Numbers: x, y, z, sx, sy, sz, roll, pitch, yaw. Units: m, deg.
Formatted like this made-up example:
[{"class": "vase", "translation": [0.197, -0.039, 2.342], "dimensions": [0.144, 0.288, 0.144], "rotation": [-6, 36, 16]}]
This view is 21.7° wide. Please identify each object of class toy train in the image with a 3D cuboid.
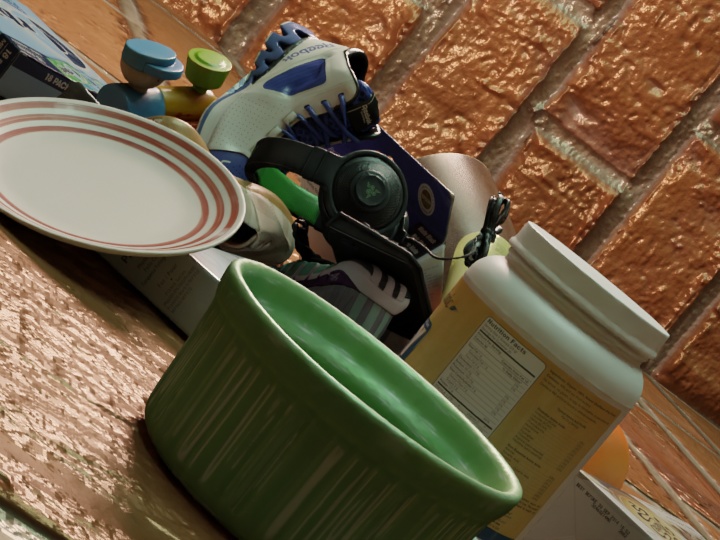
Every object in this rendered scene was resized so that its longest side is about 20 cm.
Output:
[{"class": "toy train", "translation": [-0.137, -0.133, 1.563], "dimensions": [0.200, 0.116, 0.085], "rotation": [-6, 37, -47]}]

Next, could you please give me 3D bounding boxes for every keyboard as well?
[{"class": "keyboard", "translation": [0.000, 0.000, 1.431], "dimensions": [0.127, 0.021, 0.200], "rotation": [25, -16, 14]}]

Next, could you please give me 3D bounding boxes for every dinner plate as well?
[{"class": "dinner plate", "translation": [-0.175, -0.058, 1.245], "dimensions": [0.200, 0.024, 0.200], "rotation": [16, 29, -9]}]

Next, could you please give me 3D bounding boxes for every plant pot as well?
[{"class": "plant pot", "translation": [0.091, 0.021, 1.832], "dimensions": [0.187, 0.187, 0.200], "rotation": [30, 24, -51]}]

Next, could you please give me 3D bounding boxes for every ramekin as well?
[{"class": "ramekin", "translation": [-0.020, 0.093, 1.009], "dimensions": [0.200, 0.098, 0.200], "rotation": [38, 7, -6]}]

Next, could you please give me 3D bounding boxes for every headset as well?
[{"class": "headset", "translation": [0.010, -0.057, 1.446], "dimensions": [0.200, 0.094, 0.124], "rotation": [25, -15, 10]}]

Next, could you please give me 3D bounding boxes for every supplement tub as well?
[{"class": "supplement tub", "translation": [0.097, 0.082, 1.261], "dimensions": [0.145, 0.200, 0.145], "rotation": [38, 7, -5]}]

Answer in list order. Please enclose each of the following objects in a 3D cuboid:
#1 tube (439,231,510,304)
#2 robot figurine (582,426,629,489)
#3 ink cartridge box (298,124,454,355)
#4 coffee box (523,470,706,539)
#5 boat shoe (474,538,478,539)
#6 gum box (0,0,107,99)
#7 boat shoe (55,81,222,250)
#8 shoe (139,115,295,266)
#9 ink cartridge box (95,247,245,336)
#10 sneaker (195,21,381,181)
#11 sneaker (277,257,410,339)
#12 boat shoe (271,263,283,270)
[{"class": "tube", "translation": [0.080, 0.042, 1.454], "dimensions": [0.058, 0.052, 0.200], "rotation": [31, 36, -8]}, {"class": "robot figurine", "translation": [0.134, 0.127, 1.499], "dimensions": [0.200, 0.117, 0.144], "rotation": [51, -9, 31]}, {"class": "ink cartridge box", "translation": [0.007, -0.020, 1.587], "dimensions": [0.041, 0.200, 0.200], "rotation": [-14, 36, -25]}, {"class": "coffee box", "translation": [0.219, 0.233, 1.418], "dimensions": [0.113, 0.080, 0.200], "rotation": [43, 8, 39]}, {"class": "boat shoe", "translation": [0.025, 0.126, 1.157], "dimensions": [0.200, 0.067, 0.074], "rotation": [42, 8, 26]}, {"class": "gum box", "translation": [-0.302, -0.194, 1.614], "dimensions": [0.200, 0.045, 0.170], "rotation": [42, 7, 32]}, {"class": "boat shoe", "translation": [-0.164, -0.074, 1.458], "dimensions": [0.200, 0.057, 0.067], "rotation": [35, -6, -36]}, {"class": "shoe", "translation": [-0.111, -0.045, 1.405], "dimensions": [0.200, 0.070, 0.053], "rotation": [43, 41, -51]}, {"class": "ink cartridge box", "translation": [-0.138, -0.019, 1.327], "dimensions": [0.200, 0.047, 0.160], "rotation": [43, 7, 17]}, {"class": "sneaker", "translation": [-0.050, -0.123, 1.531], "dimensions": [0.115, 0.200, 0.081], "rotation": [11, -34, 31]}, {"class": "sneaker", "translation": [-0.036, 0.043, 1.429], "dimensions": [0.074, 0.088, 0.200], "rotation": [33, -16, -14]}, {"class": "boat shoe", "translation": [-0.096, -0.036, 1.598], "dimensions": [0.071, 0.063, 0.200], "rotation": [38, 8, -22]}]
